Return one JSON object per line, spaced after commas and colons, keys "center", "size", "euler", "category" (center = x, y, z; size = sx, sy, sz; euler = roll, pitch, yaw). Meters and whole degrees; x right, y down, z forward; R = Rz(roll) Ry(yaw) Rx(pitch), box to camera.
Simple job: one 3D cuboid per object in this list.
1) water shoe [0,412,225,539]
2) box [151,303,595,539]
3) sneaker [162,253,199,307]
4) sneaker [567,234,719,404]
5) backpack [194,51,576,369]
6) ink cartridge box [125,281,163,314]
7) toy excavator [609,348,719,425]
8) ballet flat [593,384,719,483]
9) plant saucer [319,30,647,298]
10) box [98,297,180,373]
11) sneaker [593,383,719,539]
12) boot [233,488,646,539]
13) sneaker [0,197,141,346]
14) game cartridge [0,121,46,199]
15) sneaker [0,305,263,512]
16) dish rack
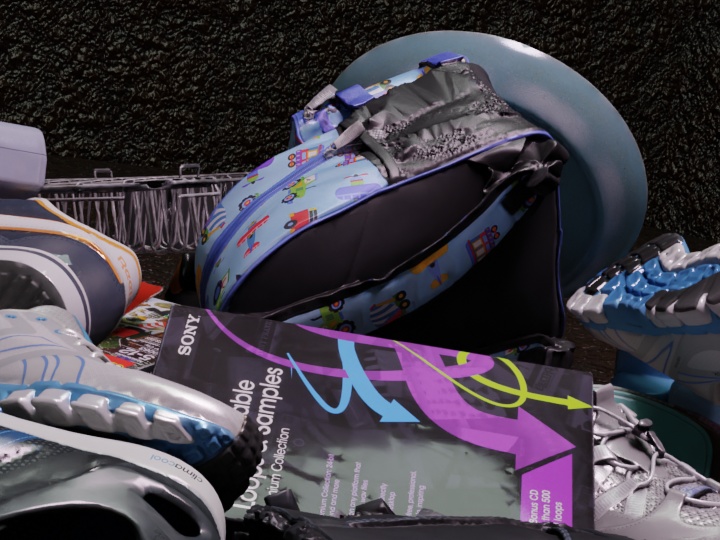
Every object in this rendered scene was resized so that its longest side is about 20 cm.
{"center": [-0.146, 0.085, 0.676], "size": [0.198, 0.072, 0.079], "euler": [5, 16, 0], "category": "water shoe"}
{"center": [0.001, 0.080, 0.837], "size": [0.198, 0.036, 0.143], "euler": [8, 33, 0], "category": "box"}
{"center": [-0.056, 0.039, 1.146], "size": [0.070, 0.091, 0.199], "euler": [4, 8, -42], "category": "sneaker"}
{"center": [0.174, 0.035, 1.032], "size": [0.075, 0.087, 0.200], "euler": [-36, 10, -7], "category": "sneaker"}
{"center": [0.000, 0.000, 1.016], "size": [0.199, 0.183, 0.135], "euler": [-25, 46, -15], "category": "backpack"}
{"center": [-0.226, 0.014, 1.023], "size": [0.161, 0.050, 0.200], "euler": [13, 31, 32], "category": "ink cartridge box"}
{"center": [0.165, 0.086, 1.093], "size": [0.193, 0.101, 0.200], "euler": [10, 14, 20], "category": "toy excavator"}
{"center": [0.185, 0.113, 1.006], "size": [0.199, 0.070, 0.071], "euler": [15, -11, 14], "category": "ballet flat"}
{"center": [0.065, -0.048, 1.123], "size": [0.199, 0.201, 0.027], "euler": [11, 44, 14], "category": "plant saucer"}
{"center": [-0.172, 0.042, 1.089], "size": [0.199, 0.038, 0.136], "euler": [13, 17, 32], "category": "box"}
{"center": [0.117, 0.096, 0.911], "size": [0.199, 0.083, 0.075], "euler": [13, 7, 32], "category": "sneaker"}
{"center": [0.055, 0.118, 0.658], "size": [0.162, 0.074, 0.198], "euler": [9, -2, -28], "category": "boot"}
{"center": [-0.193, 0.004, 0.899], "size": [0.199, 0.079, 0.079], "euler": [12, 22, 25], "category": "sneaker"}
{"center": [-0.246, -0.044, 0.954], "size": [0.133, 0.041, 0.199], "euler": [13, -17, -40], "category": "game cartridge"}
{"center": [-0.121, 0.048, 0.776], "size": [0.199, 0.075, 0.087], "euler": [3, 43, 29], "category": "sneaker"}
{"center": [-0.114, -0.033, 1.088], "size": [0.152, 0.055, 0.200], "euler": [-2, 2, 26], "category": "dish rack"}
